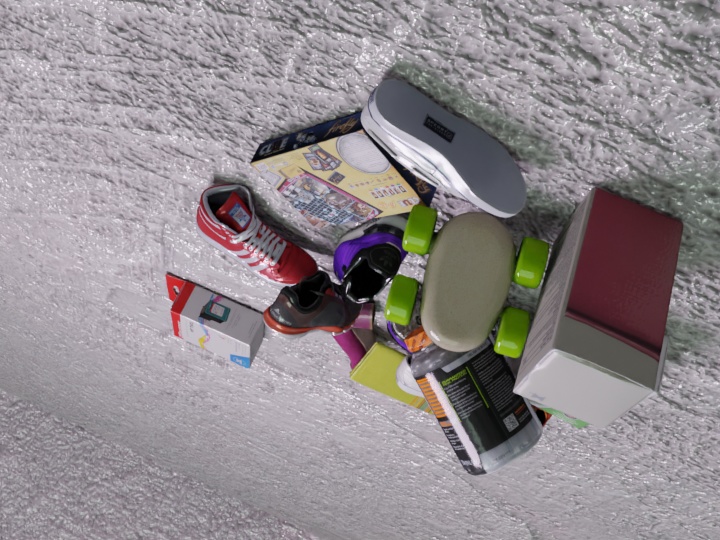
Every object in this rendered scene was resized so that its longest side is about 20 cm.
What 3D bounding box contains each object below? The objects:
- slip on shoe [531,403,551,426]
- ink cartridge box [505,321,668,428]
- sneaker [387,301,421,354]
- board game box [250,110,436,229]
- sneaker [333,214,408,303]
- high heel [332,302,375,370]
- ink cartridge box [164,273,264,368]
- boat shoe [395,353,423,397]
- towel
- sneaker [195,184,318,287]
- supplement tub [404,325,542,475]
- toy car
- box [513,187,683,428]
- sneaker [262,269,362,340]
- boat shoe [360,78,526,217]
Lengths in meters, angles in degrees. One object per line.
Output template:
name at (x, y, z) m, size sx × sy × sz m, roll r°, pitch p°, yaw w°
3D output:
slip on shoe at (0.254, 0.217, 1.273) m, size 0.062 × 0.074 × 0.200 m, roll 59°, pitch -169°, yaw 26°
ink cartridge box at (0.290, 0.122, 1.119) m, size 0.143 × 0.085 × 0.200 m, roll 27°, pitch 152°, yaw -4°
sneaker at (0.124, 0.110, 1.244) m, size 0.198 × 0.071 × 0.099 m, roll 31°, pitch 161°, yaw -9°
board game box at (-0.023, -0.116, 1.015) m, size 0.197 × 0.035 × 0.135 m, roll -7°, pitch 139°, yaw 44°
sneaker at (0.000, 0.000, 1.118) m, size 0.069 × 0.101 × 0.200 m, roll 29°, pitch 155°, yaw -11°
high heel at (-0.025, 0.110, 1.363) m, size 0.094 × 0.068 × 0.203 m, roll 9°, pitch 135°, yaw 7°
ink cartridge box at (-0.276, 0.092, 1.530) m, size 0.196 × 0.068 × 0.117 m, roll 23°, pitch 152°, yaw 4°
boat shoe at (0.155, 0.168, 1.306) m, size 0.196 × 0.073 × 0.066 m, roll 17°, pitch 146°, yaw -1°
towel at (0.082, 0.178, 1.374) m, size 0.197 × 0.018 × 0.087 m, roll 26°, pitch 117°, yaw -26°
sneaker at (-0.144, -0.049, 1.185) m, size 0.197 × 0.072 × 0.113 m, roll 27°, pitch 155°, yaw 0°
supplement tub at (0.146, 0.155, 1.118) m, size 0.122 × 0.121 × 0.203 m, roll -29°, pitch 90°, yaw 57°
toy car at (0.129, 0.010, 1.029) m, size 0.161 × 0.161 × 0.200 m, roll 16°, pitch -176°, yaw 7°
box at (0.251, 0.040, 0.887) m, size 0.107 × 0.203 × 0.128 m, roll 21°, pitch 152°, yaw 1°
sneaker at (-0.050, 0.041, 1.195) m, size 0.077 × 0.199 × 0.083 m, roll 39°, pitch 118°, yaw 21°
boat shoe at (0.088, -0.123, 0.891) m, size 0.199 × 0.074 × 0.065 m, roll 40°, pitch 155°, yaw -6°
